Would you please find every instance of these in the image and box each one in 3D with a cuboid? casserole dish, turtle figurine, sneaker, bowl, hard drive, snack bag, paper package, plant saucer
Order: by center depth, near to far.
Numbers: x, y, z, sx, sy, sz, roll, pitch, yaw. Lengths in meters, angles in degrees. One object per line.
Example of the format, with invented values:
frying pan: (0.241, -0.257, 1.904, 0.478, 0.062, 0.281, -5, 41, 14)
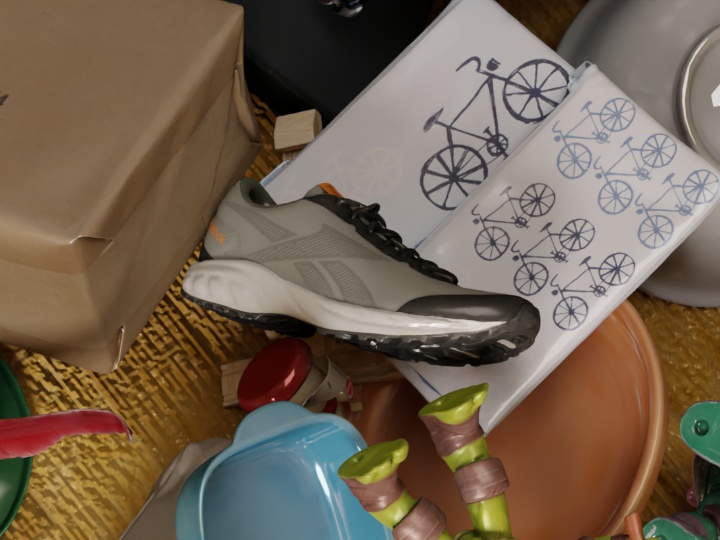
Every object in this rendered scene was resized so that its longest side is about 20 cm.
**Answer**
casserole dish: (-0.029, 0.162, 1.169, 0.121, 0.039, 0.201, -18, 94, -45)
turtle figurine: (0.069, 0.138, 1.189, 0.199, 0.064, 0.162, -30, 98, -9)
sneaker: (0.000, 0.000, 1.244, 0.199, 0.074, 0.080, 13, 84, 31)
paper package: (-0.178, -0.067, 1.289, 0.199, 0.104, 0.191, 16, 52, 20)
plant saucer: (0.071, 0.089, 1.292, 0.199, 0.037, 0.201, -15, 59, 27)
snack bag: (0.060, -0.039, 1.298, 0.189, 0.021, 0.200, -44, 64, -4)
turtle figurine: (0.216, 0.114, 1.303, 0.100, 0.200, 0.151, 3, 90, 33)
bowl: (0.205, -0.084, 1.382, 0.200, 0.090, 0.203, 2, 83, -12)
hard drive: (-0.015, -0.180, 1.411, 0.139, 0.033, 0.201, 36, 59, -31)

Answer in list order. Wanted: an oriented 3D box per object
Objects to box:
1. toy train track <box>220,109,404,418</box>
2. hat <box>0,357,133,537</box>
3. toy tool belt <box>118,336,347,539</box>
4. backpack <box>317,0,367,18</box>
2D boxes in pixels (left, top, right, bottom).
toy train track: (-0.029, 0.008, 1.329, 0.114, 0.033, 0.201, -11, 71, 17)
hat: (-0.232, 0.056, 1.225, 0.199, 0.176, 0.167, -11, 69, -14)
toy tool belt: (-0.050, 0.148, 1.262, 0.123, 0.125, 0.201, 44, 69, -27)
backpack: (0.077, -0.228, 1.345, 0.182, 0.199, 0.135, -17, 93, -43)
